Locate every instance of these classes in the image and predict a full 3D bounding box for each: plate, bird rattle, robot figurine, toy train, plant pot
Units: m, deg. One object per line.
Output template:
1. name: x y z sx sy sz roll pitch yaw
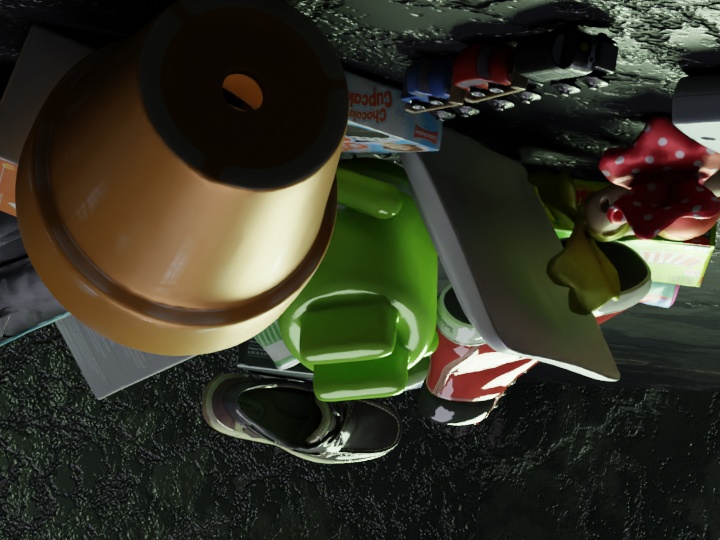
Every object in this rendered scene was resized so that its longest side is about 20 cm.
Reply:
1. plate: 0.103 -0.010 1.376 0.032 0.201 0.199 -33 155 22
2. bird rattle: 0.214 -0.059 1.347 0.162 0.113 0.200 -11 162 -31
3. robot figurine: 0.000 0.000 1.384 0.115 0.201 0.176 -8 135 12
4. toy train: 0.080 -0.117 1.119 0.046 0.034 0.200 15 170 -29
5. plant pot: -0.093 -0.071 1.114 0.199 0.202 0.183 9 158 -17

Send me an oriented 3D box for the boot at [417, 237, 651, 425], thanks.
1. boot: 0.138 0.055 1.512 0.199 0.073 0.145 -16 140 -24

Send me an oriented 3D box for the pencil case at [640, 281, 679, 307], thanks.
1. pencil case: 0.188 -0.017 1.658 0.198 0.089 0.088 7 174 8

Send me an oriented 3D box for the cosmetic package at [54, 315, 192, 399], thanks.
1. cosmetic package: -0.131 0.019 1.476 0.199 0.091 0.107 -28 -176 27

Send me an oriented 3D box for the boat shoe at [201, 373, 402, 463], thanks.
1. boat shoe: -0.044 0.136 1.692 0.199 0.073 0.065 16 175 -26

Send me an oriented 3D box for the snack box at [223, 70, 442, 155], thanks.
1. snack box: -0.051 -0.109 1.320 0.116 0.037 0.199 13 171 -44

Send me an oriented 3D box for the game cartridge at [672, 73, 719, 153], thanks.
1. game cartridge: 0.288 -0.086 1.156 0.133 0.042 0.199 7 175 45

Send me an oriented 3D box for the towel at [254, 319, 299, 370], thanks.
1. towel: -0.064 -0.014 1.524 0.152 0.023 0.200 -23 118 27

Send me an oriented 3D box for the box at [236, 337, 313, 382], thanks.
1. box: -0.035 0.011 1.703 0.103 0.184 0.200 5 174 8

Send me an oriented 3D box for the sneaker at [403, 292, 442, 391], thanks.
1. sneaker: 0.083 0.052 1.555 0.199 0.076 0.077 -32 -173 9

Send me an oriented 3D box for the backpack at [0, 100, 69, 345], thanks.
1. backpack: -0.255 -0.049 1.423 0.199 0.177 0.154 -17 -157 28

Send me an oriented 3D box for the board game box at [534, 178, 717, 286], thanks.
1. board game box: 0.193 -0.035 1.564 0.198 0.048 0.102 6 161 5

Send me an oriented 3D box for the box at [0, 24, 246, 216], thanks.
1. box: -0.152 -0.069 1.274 0.199 0.098 0.124 22 163 -9
